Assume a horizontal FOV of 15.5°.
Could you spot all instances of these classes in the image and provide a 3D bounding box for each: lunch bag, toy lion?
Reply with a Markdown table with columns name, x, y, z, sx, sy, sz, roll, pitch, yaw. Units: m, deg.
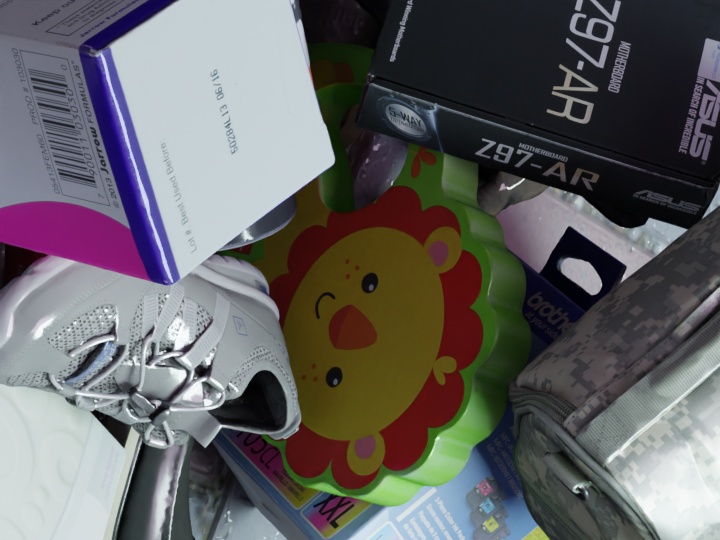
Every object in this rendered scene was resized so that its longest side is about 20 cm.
| name | x | y | z | sx | sy | sz | roll | pitch | yaw |
| --- | --- | --- | --- | --- | --- | --- | --- | --- | --- |
| lunch bag | 0.164 | 0.048 | 1.124 | 0.200 | 0.139 | 0.168 | -39 | 158 | -9 |
| toy lion | 0.000 | 0.000 | 1.198 | 0.069 | 0.192 | 0.200 | 20 | 84 | -48 |

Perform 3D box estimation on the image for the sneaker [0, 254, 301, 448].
| name | x | y | z | sx | sy | sz | roll | pitch | yaw |
| --- | --- | --- | --- | --- | --- | --- | --- | --- | --- |
| sneaker | -0.084 | 0.034 | 1.096 | 0.075 | 0.082 | 0.200 | -41 | 158 | 26 |

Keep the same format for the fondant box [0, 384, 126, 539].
| name | x | y | z | sx | sy | sz | roll | pitch | yaw |
| --- | --- | --- | --- | --- | --- | --- | --- | --- | --- |
| fondant box | -0.184 | 0.073 | 1.058 | 0.200 | 0.058 | 0.144 | 50 | 35 | -34 |

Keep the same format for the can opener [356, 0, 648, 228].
| name | x | y | z | sx | sy | sz | roll | pitch | yaw |
| --- | --- | --- | --- | --- | --- | --- | --- | --- | --- |
| can opener | 0.066 | -0.097 | 1.226 | 0.079 | 0.063 | 0.200 | -41 | 84 | -21 |

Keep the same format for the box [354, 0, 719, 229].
| name | x | y | z | sx | sy | sz | roll | pitch | yaw |
| --- | --- | --- | --- | --- | --- | --- | --- | --- | --- |
| box | 0.100 | -0.134 | 1.182 | 0.044 | 0.160 | 0.200 | 108 | -1 | -66 |

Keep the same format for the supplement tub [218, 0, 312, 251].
| name | x | y | z | sx | sy | sz | roll | pitch | yaw |
| --- | --- | --- | --- | --- | --- | --- | --- | --- | --- |
| supplement tub | -0.078 | -0.112 | 1.143 | 0.107 | 0.107 | 0.200 | -30 | 118 | -39 |

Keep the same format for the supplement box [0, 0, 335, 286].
| name | x | y | z | sx | sy | sz | roll | pitch | yaw |
| --- | --- | --- | --- | --- | --- | --- | --- | --- | --- |
| supplement box | -0.122 | -0.076 | 1.039 | 0.103 | 0.200 | 0.101 | -38 | 127 | -36 |

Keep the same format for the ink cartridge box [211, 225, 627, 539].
| name | x | y | z | sx | sy | sz | roll | pitch | yaw |
| --- | --- | --- | --- | --- | --- | --- | --- | --- | --- |
| ink cartridge box | 0.044 | 0.063 | 1.262 | 0.200 | 0.136 | 0.076 | -37 | 129 | -10 |

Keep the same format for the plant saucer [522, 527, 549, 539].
| name | x | y | z | sx | sy | sz | roll | pitch | yaw |
| --- | --- | --- | --- | --- | --- | --- | --- | --- | --- |
| plant saucer | 0.110 | 0.114 | 1.365 | 0.200 | 0.048 | 0.200 | -52 | 176 | -25 |

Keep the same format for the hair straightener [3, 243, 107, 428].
| name | x | y | z | sx | sy | sz | roll | pitch | yaw |
| --- | --- | --- | --- | --- | --- | --- | --- | --- | --- |
| hair straightener | -0.123 | 0.057 | 1.192 | 0.077 | 0.041 | 0.200 | -14 | 110 | -45 |

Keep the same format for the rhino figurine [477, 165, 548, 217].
| name | x | y | z | sx | sy | sz | roll | pitch | yaw |
| --- | --- | --- | --- | --- | --- | --- | --- | --- | --- |
| rhino figurine | 0.042 | -0.108 | 1.317 | 0.087 | 0.060 | 0.200 | -38 | 119 | -29 |

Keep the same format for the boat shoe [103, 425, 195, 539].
| name | x | y | z | sx | sy | sz | roll | pitch | yaw |
| --- | --- | --- | --- | --- | --- | --- | --- | --- | --- |
| boat shoe | -0.093 | 0.149 | 1.214 | 0.074 | 0.063 | 0.202 | -51 | 150 | -79 |
